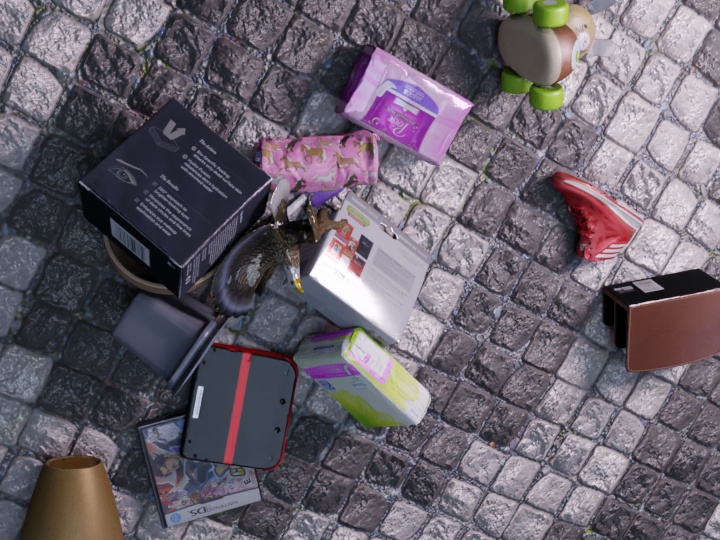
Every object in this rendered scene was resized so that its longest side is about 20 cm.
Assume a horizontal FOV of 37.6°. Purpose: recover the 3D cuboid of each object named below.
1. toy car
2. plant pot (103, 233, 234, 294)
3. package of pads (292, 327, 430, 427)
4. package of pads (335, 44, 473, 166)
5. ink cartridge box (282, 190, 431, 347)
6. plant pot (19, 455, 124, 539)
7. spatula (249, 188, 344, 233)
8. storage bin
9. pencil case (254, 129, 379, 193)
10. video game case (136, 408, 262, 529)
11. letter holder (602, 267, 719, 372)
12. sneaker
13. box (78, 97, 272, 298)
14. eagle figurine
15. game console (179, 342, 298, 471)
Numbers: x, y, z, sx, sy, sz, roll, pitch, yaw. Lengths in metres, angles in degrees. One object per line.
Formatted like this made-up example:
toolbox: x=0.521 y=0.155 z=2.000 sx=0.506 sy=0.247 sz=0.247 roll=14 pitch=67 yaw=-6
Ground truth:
toy car: x=0.335 y=-0.372 z=1.691 sx=0.198 sy=0.158 sz=0.166 roll=-18 pitch=125 yaw=-22
plant pot: x=-0.292 y=-0.044 z=1.621 sx=0.198 sy=0.093 sz=0.203 roll=4 pitch=62 yaw=-8
package of pads: x=0.006 y=0.181 z=1.768 sx=0.200 sy=0.154 sz=0.069 roll=44 pitch=58 yaw=-24
package of pads: x=0.069 y=-0.260 z=1.683 sx=0.199 sy=0.076 sz=0.121 roll=25 pitch=98 yaw=-22
ink cartridge box: x=0.000 y=0.000 z=1.729 sx=0.199 sy=0.084 sz=0.177 roll=38 pitch=59 yaw=-23
plant pot: x=-0.465 y=0.409 z=1.713 sx=0.184 sy=0.186 sz=0.202 roll=2 pitch=95 yaw=-16
spatula: x=-0.118 y=-0.097 z=1.714 sx=0.199 sy=0.021 sz=0.057 roll=-37 pitch=107 yaw=0
storage bin: x=-0.289 y=0.083 z=1.633 sx=0.134 sy=0.200 sz=0.146 roll=35 pitch=97 yaw=-5
pencil case: x=-0.067 y=-0.171 z=1.658 sx=0.198 sy=0.083 sz=0.087 roll=-4 pitch=137 yaw=-5
video game case: x=-0.273 y=0.329 z=1.809 sx=0.179 sy=0.026 sz=0.202 roll=-14 pitch=111 yaw=-11
letter holder: x=0.552 y=0.094 z=1.926 sx=0.198 sy=0.101 sz=0.144 roll=-10 pitch=112 yaw=-12
sneaker: x=0.392 y=-0.082 z=1.834 sx=0.199 sy=0.078 sz=0.116 roll=28 pitch=97 yaw=-21
box: x=-0.266 y=-0.105 z=1.537 sx=0.196 sy=0.118 sz=0.200 roll=39 pitch=65 yaw=8
eagle figurine: x=-0.133 y=-0.025 z=1.596 sx=0.199 sy=0.152 sz=0.151 roll=-25 pitch=143 yaw=26
game console: x=-0.201 y=0.230 z=1.773 sx=0.175 sy=0.031 sz=0.202 roll=10 pitch=93 yaw=-8
